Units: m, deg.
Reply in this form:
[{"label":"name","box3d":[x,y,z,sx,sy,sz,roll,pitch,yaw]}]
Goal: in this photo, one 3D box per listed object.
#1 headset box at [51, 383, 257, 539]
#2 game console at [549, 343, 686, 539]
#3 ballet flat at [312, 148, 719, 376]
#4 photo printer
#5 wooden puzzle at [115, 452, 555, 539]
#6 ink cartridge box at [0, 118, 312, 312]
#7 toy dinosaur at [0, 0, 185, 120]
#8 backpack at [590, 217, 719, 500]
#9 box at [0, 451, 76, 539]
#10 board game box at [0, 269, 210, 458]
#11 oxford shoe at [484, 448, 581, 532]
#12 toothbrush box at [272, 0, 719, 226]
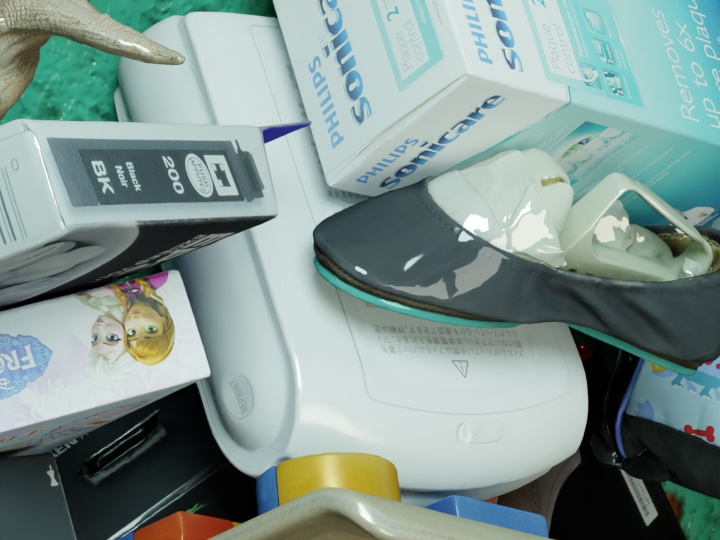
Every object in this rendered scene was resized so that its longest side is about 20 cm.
[{"label":"headset box","box3d":[-0.077,0.136,1.044,0.174,0.093,0.201,-34,129,-21]},{"label":"game console","box3d":[0.085,0.155,1.235,0.177,0.031,0.200,-45,134,-18]},{"label":"ballet flat","box3d":[0.072,-0.011,0.929,0.199,0.073,0.073,14,104,-36]},{"label":"photo printer","box3d":[0.000,0.000,0.967,0.166,0.201,0.069,2,148,-41]},{"label":"wooden puzzle","box3d":[-0.007,0.115,0.922,0.185,0.200,0.047,19,60,-43]},{"label":"ink cartridge box","box3d":[-0.134,-0.003,0.824,0.200,0.197,0.044,-9,80,-66]},{"label":"toy dinosaur","box3d":[-0.155,-0.066,0.835,0.199,0.136,0.086,-19,89,8]},{"label":"backpack","box3d":[0.216,0.011,1.159,0.183,0.146,0.201,1,105,-71]},{"label":"box","box3d":[-0.190,0.119,0.797,0.141,0.079,0.200,-21,173,16]},{"label":"board game box","box3d":[-0.182,0.061,0.855,0.199,0.199,0.041,-15,84,-32]},{"label":"oxford shoe","box3d":[0.060,0.055,1.074,0.072,0.071,0.201,36,50,-30]},{"label":"toothbrush box","box3d":[0.064,-0.098,0.982,0.199,0.147,0.085,11,143,-42]}]
